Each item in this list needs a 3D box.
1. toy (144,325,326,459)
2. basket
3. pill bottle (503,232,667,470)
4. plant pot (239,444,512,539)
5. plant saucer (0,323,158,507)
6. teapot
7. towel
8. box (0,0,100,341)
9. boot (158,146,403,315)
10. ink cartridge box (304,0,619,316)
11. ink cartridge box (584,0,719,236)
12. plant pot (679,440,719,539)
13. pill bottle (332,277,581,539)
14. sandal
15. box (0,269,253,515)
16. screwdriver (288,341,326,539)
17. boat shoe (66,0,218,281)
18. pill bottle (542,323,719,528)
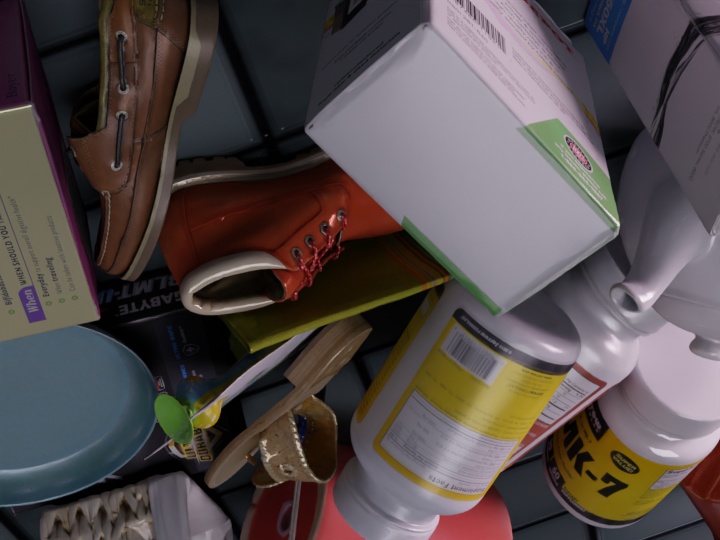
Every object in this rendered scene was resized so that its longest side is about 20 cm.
[{"bbox_3d":[-0.067,0.047,0.852,0.200,0.047,0.115,-40,179,-43],"label":"toy"},{"bbox_3d":[-0.175,0.259,1.014,0.122,0.137,0.200,-11,157,1],"label":"basket"},{"bbox_3d":[0.142,0.061,0.958,0.112,0.113,0.200,26,123,-39],"label":"pill bottle"},{"bbox_3d":[0.004,0.240,1.058,0.176,0.202,0.201,25,124,-25],"label":"plant pot"},{"bbox_3d":[-0.239,0.094,0.847,0.198,0.028,0.201,-11,137,-10],"label":"plant saucer"},{"bbox_3d":[0.261,-0.010,0.846,0.198,0.197,0.148,15,92,-1],"label":"teapot"},{"bbox_3d":[0.000,0.000,0.828,0.198,0.086,0.018,-19,119,-21],"label":"towel"},{"bbox_3d":[-0.267,-0.041,0.707,0.198,0.097,0.177,-13,139,-8],"label":"box"},{"bbox_3d":[-0.034,-0.023,0.807,0.198,0.108,0.076,-10,137,-12],"label":"boot"},{"bbox_3d":[0.054,-0.097,0.658,0.084,0.201,0.145,-37,114,25],"label":"ink cartridge box"},{"bbox_3d":[0.240,-0.118,0.728,0.143,0.201,0.085,-2,137,-18],"label":"ink cartridge box"},{"bbox_3d":[0.389,0.189,1.145,0.200,0.202,0.195,-33,129,16],"label":"plant pot"},{"bbox_3d":[0.061,0.100,0.879,0.111,0.112,0.201,17,115,-34],"label":"pill bottle"},{"bbox_3d":[-0.041,0.121,0.893,0.077,0.070,0.212,-30,162,-52],"label":"sandal"},{"bbox_3d":[-0.191,0.094,0.922,0.196,0.050,0.201,-13,139,-8],"label":"box"},{"bbox_3d":[-0.051,0.151,0.961,0.029,0.028,0.202,11,91,-4],"label":"screwdriver"},{"bbox_3d":[-0.142,-0.083,0.734,0.067,0.072,0.201,7,124,-21],"label":"boat shoe"},{"bbox_3d":[0.237,0.129,1.043,0.113,0.115,0.201,-3,147,-17],"label":"pill bottle"}]
